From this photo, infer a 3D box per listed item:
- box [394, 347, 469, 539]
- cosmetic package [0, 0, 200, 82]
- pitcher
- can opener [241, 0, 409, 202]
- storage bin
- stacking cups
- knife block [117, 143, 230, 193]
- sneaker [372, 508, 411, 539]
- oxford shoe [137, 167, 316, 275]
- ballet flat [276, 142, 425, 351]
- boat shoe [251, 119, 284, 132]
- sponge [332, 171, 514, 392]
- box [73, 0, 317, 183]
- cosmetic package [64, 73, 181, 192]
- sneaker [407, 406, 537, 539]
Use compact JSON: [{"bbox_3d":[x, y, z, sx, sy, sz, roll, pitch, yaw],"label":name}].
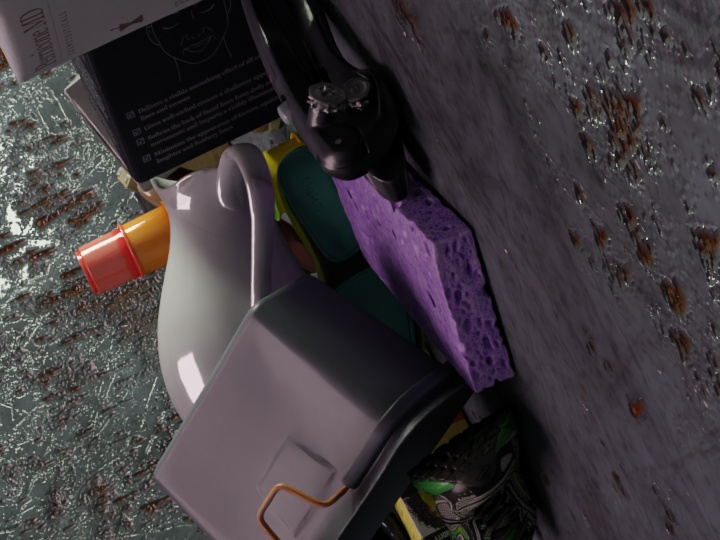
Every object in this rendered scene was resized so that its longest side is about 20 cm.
[{"bbox_3d":[0.034,0.110,1.354,0.050,0.075,0.201,91,154,-65],"label":"box"},{"bbox_3d":[-0.149,-0.241,1.076,0.167,0.199,0.167,63,171,7],"label":"cosmetic package"},{"bbox_3d":[-0.082,0.017,1.301,0.171,0.120,0.202,157,104,-73],"label":"pitcher"},{"bbox_3d":[-0.031,-0.121,1.143,0.079,0.063,0.200,84,159,-49],"label":"can opener"},{"bbox_3d":[-0.041,0.111,1.190,0.134,0.201,0.145,38,-153,13],"label":"storage bin"},{"bbox_3d":[-0.129,-0.045,1.465,0.060,0.199,0.061,157,90,-81],"label":"stacking cups"},{"bbox_3d":[-0.151,-0.104,1.915,0.201,0.175,0.064,-68,20,5],"label":"knife block"},{"bbox_3d":[0.008,0.246,1.376,0.130,0.079,0.201,-112,18,-79],"label":"sneaker"},{"bbox_3d":[-0.115,-0.025,1.554,0.199,0.074,0.071,31,-169,-36],"label":"oxford shoe"},{"bbox_3d":[0.000,0.000,1.330,0.201,0.066,0.067,66,-168,10],"label":"ballet flat"},{"bbox_3d":[-0.116,-0.185,1.415,0.072,0.076,0.201,49,162,57],"label":"boat shoe"},{"bbox_3d":[0.032,-0.016,1.176,0.200,0.030,0.112,51,164,57],"label":"sponge"},{"bbox_3d":[-0.130,-0.187,1.265,0.107,0.148,0.201,56,166,42],"label":"box"},{"bbox_3d":[-0.161,-0.150,1.503,0.107,0.090,0.200,51,-170,-11],"label":"cosmetic package"},{"bbox_3d":[0.085,0.146,1.203,0.085,0.078,0.200,55,177,15],"label":"sneaker"}]
